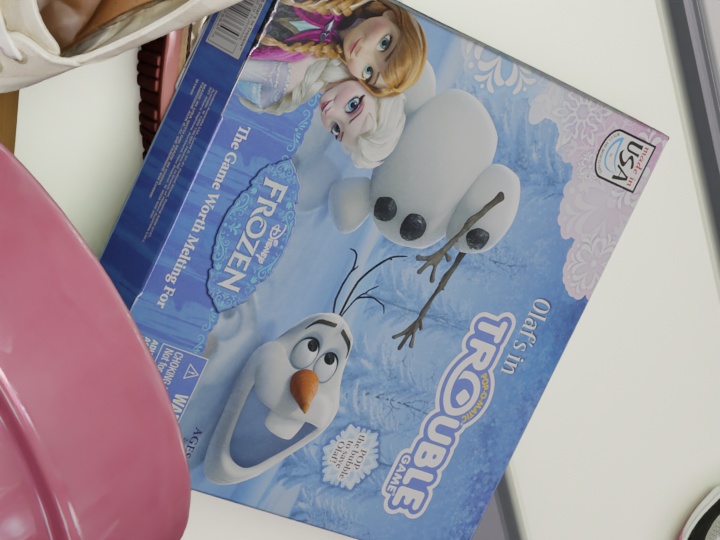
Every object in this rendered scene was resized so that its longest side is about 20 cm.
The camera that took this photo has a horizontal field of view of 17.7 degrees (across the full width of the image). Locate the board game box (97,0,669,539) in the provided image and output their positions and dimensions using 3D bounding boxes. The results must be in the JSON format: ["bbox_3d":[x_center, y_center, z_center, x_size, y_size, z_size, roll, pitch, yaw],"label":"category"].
[{"bbox_3d":[0.000,0.000,0.899,0.198,0.043,0.201,21,98,-37],"label":"board game box"}]

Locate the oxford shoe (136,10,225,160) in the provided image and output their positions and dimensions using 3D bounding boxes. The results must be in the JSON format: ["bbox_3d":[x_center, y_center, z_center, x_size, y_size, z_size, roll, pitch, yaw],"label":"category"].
[{"bbox_3d":[-0.043,-0.110,0.888,0.074,0.070,0.201,7,101,-15],"label":"oxford shoe"}]

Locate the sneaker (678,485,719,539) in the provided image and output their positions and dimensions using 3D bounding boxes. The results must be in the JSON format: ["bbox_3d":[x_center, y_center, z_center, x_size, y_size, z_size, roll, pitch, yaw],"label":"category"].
[{"bbox_3d":[0.234,0.113,0.979,0.199,0.087,0.074,-8,104,-9],"label":"sneaker"}]

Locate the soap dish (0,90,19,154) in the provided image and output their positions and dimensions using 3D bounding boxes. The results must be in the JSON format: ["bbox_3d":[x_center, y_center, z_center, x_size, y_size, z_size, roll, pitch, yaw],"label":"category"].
[{"bbox_3d":[-0.197,-0.140,0.846,0.156,0.081,0.201,4,100,-11],"label":"soap dish"}]

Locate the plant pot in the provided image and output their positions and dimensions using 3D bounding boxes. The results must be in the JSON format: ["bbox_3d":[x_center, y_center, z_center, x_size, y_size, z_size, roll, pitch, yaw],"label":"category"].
[{"bbox_3d":[-0.184,0.064,0.767,0.179,0.200,0.201,-36,108,-29],"label":"plant pot"}]

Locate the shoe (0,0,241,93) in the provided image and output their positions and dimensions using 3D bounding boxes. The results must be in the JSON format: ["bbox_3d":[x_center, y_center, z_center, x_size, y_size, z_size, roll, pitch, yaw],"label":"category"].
[{"bbox_3d":[-0.091,-0.108,0.793,0.199,0.053,0.070,-20,99,4],"label":"shoe"}]
